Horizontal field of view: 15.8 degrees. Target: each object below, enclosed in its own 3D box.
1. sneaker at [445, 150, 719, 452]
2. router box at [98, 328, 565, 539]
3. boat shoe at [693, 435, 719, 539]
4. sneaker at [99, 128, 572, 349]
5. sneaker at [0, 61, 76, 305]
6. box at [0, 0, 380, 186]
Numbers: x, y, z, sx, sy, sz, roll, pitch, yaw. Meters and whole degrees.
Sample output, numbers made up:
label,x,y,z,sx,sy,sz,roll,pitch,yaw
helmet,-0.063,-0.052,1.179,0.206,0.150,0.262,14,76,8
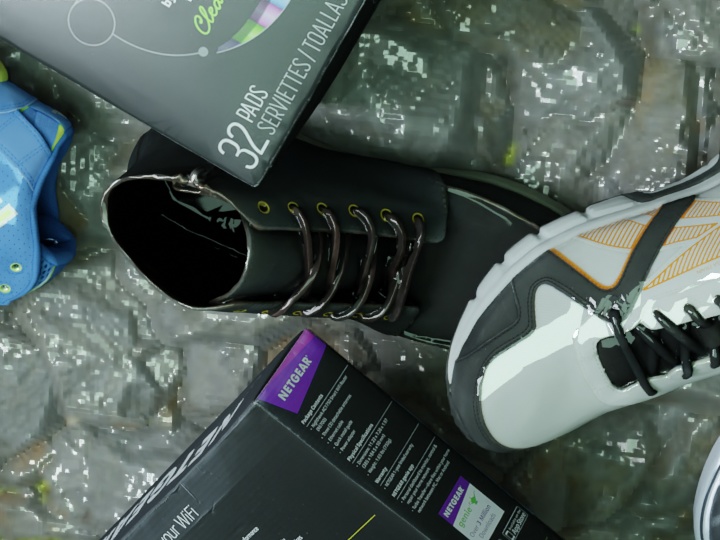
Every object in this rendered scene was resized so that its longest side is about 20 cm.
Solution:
label,x,y,z,sx,sy,sz,roll,pitch,yaw
sneaker,0.122,0.008,0.951,0.200,0.080,0.074,-33,126,3
router box,-0.023,0.132,1.019,0.149,0.051,0.200,40,133,-5
boat shoe,0.204,0.056,0.986,0.200,0.068,0.072,-41,97,18
sneaker,0.000,0.000,0.983,0.200,0.106,0.075,16,109,4
sneaker,-0.177,0.005,1.031,0.105,0.076,0.200,26,109,0
box,-0.041,-0.162,0.932,0.148,0.124,0.200,30,111,-1
